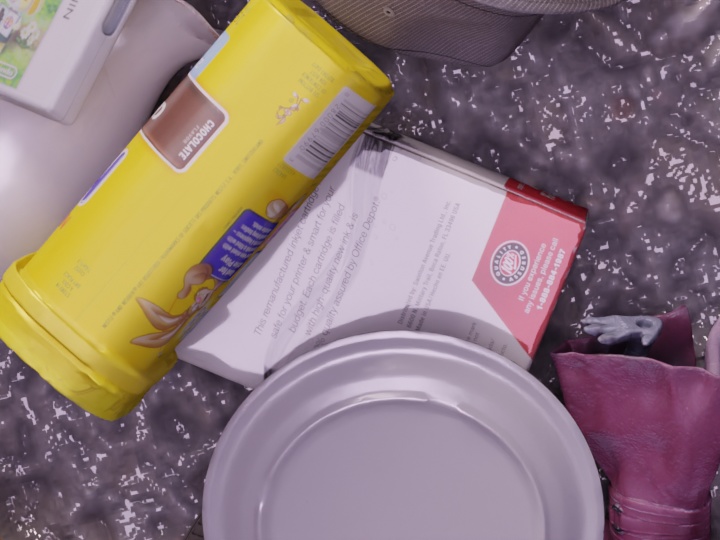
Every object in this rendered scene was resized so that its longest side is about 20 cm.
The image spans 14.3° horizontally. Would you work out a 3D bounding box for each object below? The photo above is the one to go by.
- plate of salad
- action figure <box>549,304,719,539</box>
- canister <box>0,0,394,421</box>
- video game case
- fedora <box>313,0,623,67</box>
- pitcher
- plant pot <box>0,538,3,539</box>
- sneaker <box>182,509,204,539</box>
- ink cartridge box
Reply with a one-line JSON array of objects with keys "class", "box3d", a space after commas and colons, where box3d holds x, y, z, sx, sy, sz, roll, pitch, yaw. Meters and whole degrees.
[{"class": "plate of salad", "box3d": [0.021, 0.120, 1.429, 0.199, 0.048, 0.201, 1, 109, 3]}, {"class": "action figure", "box3d": [0.152, 0.115, 1.484, 0.134, 0.149, 0.200, 19, 118, 37]}, {"class": "canister", "box3d": [-0.078, -0.035, 1.368, 0.087, 0.149, 0.200, 41, 96, 1]}, {"class": "video game case", "box3d": [-0.170, -0.180, 1.432, 0.200, 0.022, 0.182, 23, 83, 41]}, {"class": "fedora", "box3d": [0.036, -0.166, 1.437, 0.200, 0.177, 0.090, 28, 128, -5]}, {"class": "pitcher", "box3d": [-0.179, -0.092, 1.482, 0.200, 0.121, 0.172, -49, 59, 7]}, {"class": "plant pot", "box3d": [-0.192, 0.233, 1.488, 0.200, 0.186, 0.187, 30, 98, -11]}, {"class": "sneaker", "box3d": [-0.048, 0.210, 1.506, 0.075, 0.106, 0.200, -12, 55, 35]}, {"class": "ink cartridge box", "box3d": [0.000, 0.000, 1.478, 0.200, 0.083, 0.147, 23, 98, 3]}]
